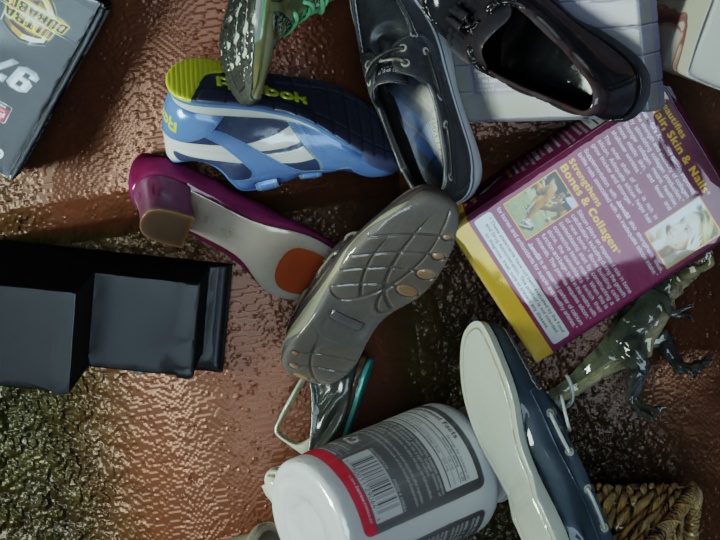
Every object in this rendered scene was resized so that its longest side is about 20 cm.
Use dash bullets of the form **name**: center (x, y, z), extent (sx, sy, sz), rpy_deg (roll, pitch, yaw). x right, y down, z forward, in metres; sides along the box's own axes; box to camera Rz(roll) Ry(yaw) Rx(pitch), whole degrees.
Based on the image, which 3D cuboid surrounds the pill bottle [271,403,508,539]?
- **pill bottle**: center (0.038, 0.170, 1.215), extent (0.199, 0.110, 0.112), rpy_deg (-18, 104, -33)

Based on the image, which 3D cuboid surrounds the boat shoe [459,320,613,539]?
- **boat shoe**: center (0.134, 0.128, 1.165), extent (0.061, 0.075, 0.201), rpy_deg (-12, 67, -24)

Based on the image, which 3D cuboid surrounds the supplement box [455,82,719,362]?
- **supplement box**: center (0.180, -0.043, 1.211), extent (0.199, 0.103, 0.132), rpy_deg (-33, 100, 7)

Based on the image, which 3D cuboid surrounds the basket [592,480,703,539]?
- **basket**: center (0.206, 0.282, 1.237), extent (0.147, 0.143, 0.202), rpy_deg (2, 118, 0)

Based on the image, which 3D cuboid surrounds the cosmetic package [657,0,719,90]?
- **cosmetic package**: center (0.275, -0.175, 1.135), extent (0.102, 0.200, 0.088), rpy_deg (19, 100, -4)

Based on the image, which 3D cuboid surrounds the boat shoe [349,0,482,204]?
- **boat shoe**: center (0.033, -0.142, 1.190), extent (0.069, 0.066, 0.202), rpy_deg (-16, 93, 30)

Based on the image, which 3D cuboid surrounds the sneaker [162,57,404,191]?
- **sneaker**: center (-0.063, -0.104, 1.214), extent (0.198, 0.074, 0.083), rpy_deg (14, 126, -12)

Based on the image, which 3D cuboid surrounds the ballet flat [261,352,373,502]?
- **ballet flat**: center (-0.041, 0.156, 1.275), extent (0.068, 0.068, 0.202), rpy_deg (12, 91, 7)

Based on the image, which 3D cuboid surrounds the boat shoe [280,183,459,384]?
- **boat shoe**: center (0.000, 0.000, 1.196), extent (0.074, 0.074, 0.200), rpy_deg (28, 120, -26)

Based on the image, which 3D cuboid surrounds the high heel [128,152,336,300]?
- **high heel**: center (-0.092, -0.042, 1.245), extent (0.199, 0.097, 0.068), rpy_deg (23, 119, -27)

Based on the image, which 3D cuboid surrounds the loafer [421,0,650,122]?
- **loafer**: center (0.116, -0.166, 1.116), extent (0.199, 0.063, 0.072), rpy_deg (34, 122, 30)

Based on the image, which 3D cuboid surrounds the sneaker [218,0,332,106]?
- **sneaker**: center (-0.047, -0.215, 1.168), extent (0.088, 0.077, 0.202), rpy_deg (17, 77, -20)

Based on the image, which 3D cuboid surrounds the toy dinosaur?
- **toy dinosaur**: center (0.232, 0.069, 1.265), extent (0.088, 0.047, 0.200), rpy_deg (45, 99, 6)

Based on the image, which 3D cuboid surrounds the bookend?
- **bookend**: center (-0.205, 0.045, 1.178), extent (0.198, 0.199, 0.093), rpy_deg (6, 100, -2)

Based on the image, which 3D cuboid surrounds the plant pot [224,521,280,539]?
- **plant pot**: center (-0.156, 0.309, 1.251), extent (0.181, 0.200, 0.203), rpy_deg (-4, 102, 12)

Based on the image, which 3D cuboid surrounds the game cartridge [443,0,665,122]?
- **game cartridge**: center (0.134, -0.178, 1.161), extent (0.199, 0.038, 0.131), rpy_deg (4, 110, 42)

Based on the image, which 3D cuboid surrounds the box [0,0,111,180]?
- **box**: center (-0.318, -0.191, 1.205), extent (0.199, 0.046, 0.160), rpy_deg (31, 100, -7)
